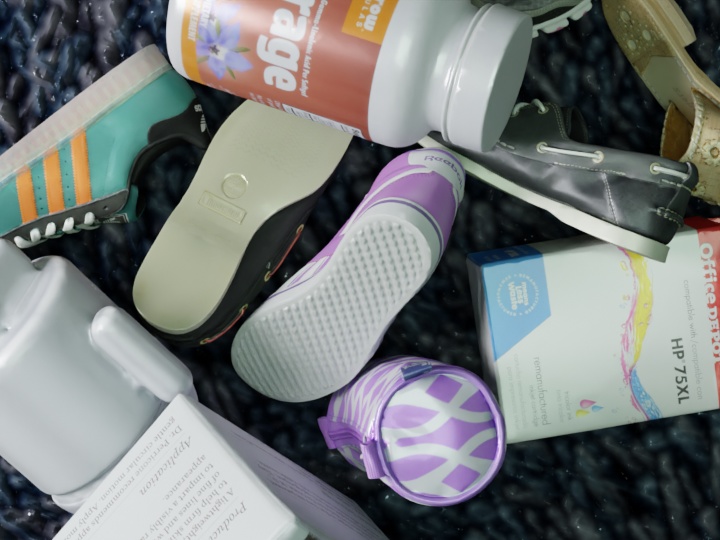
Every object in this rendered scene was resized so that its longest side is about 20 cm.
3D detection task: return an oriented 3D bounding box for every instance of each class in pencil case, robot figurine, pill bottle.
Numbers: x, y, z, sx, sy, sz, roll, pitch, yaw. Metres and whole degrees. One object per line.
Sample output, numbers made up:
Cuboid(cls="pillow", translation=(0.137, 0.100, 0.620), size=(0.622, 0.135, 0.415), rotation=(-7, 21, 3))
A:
Cuboid(cls="pencil case", translation=(0.029, 0.095, 1.093), size=(0.085, 0.200, 0.084), rotation=(-25, 91, -7))
Cuboid(cls="robot figurine", translation=(-0.176, 0.071, 1.105), size=(0.200, 0.169, 0.113), rotation=(47, 47, -25))
Cuboid(cls="pill bottle", translation=(-0.005, -0.140, 1.082), size=(0.199, 0.112, 0.113), rotation=(19, 95, 13))

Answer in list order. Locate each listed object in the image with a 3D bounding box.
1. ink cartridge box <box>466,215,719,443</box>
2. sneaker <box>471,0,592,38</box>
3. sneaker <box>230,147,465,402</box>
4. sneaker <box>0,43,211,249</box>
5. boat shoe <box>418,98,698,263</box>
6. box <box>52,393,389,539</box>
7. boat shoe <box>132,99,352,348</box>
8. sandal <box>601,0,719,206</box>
Cuboid(cls="ink cartridge box", translation=(0.176, 0.033, 1.161), size=(0.199, 0.067, 0.117), rotation=(-10, 96, -4))
Cuboid(cls="sneaker", translation=(0.139, -0.221, 1.110), size=(0.199, 0.088, 0.074), rotation=(-35, 60, -6))
Cuboid(cls="sneaker", translation=(0.001, 0.000, 1.137), size=(0.073, 0.115, 0.200), rotation=(40, 130, -11))
Cuboid(cls="sneaker", translation=(-0.181, -0.048, 1.125), size=(0.200, 0.071, 0.080), rotation=(-39, 93, -1))
Cuboid(cls="boat shoe", translation=(0.110, -0.073, 1.120), size=(0.199, 0.072, 0.068), rotation=(26, 99, 23))
Cuboid(cls="box", translation=(-0.084, 0.213, 1.084), size=(0.199, 0.131, 0.200), rotation=(-48, 138, 2))
Cuboid(cls="boat shoe", translation=(-0.069, -0.041, 1.142), size=(0.073, 0.063, 0.202), rotation=(33, 79, 11))
Cuboid(cls="sandal", translation=(0.202, -0.081, 1.135), size=(0.069, 0.078, 0.212), rotation=(-33, 85, -21))
